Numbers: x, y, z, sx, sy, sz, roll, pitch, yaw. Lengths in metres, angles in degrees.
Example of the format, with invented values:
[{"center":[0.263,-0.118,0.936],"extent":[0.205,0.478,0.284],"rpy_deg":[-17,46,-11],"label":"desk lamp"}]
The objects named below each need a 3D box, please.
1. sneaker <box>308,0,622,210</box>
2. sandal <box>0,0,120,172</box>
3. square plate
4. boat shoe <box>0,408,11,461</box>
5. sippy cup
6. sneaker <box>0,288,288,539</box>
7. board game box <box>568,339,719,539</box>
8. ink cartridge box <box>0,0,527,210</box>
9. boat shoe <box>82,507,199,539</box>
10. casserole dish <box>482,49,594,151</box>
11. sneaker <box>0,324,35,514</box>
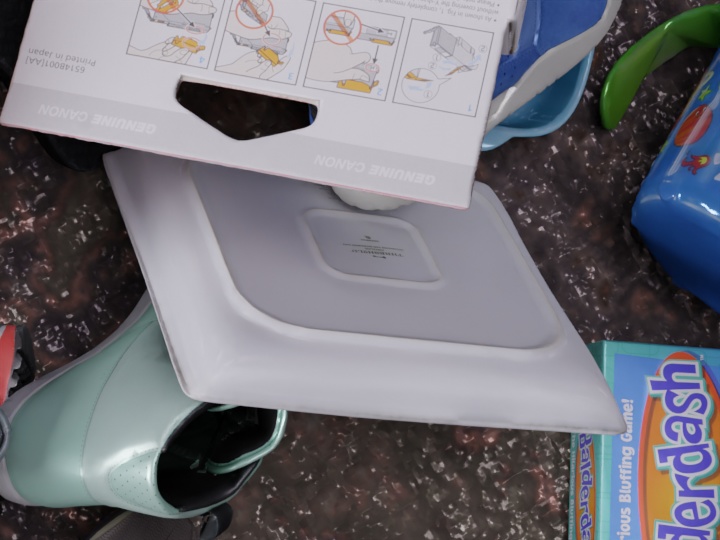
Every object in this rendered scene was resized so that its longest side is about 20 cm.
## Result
[{"center":[0.046,-0.129,1.209],"extent":[0.077,0.111,0.200],"rpy_deg":[29,63,36],"label":"sneaker"},{"center":[-0.152,-0.118,1.183],"extent":[0.045,0.200,0.075],"rpy_deg":[28,66,31],"label":"sandal"},{"center":[0.000,0.000,1.191],"extent":[0.199,0.198,0.029],"rpy_deg":[6,121,-21],"label":"square plate"},{"center":[-0.223,0.076,1.064],"extent":[0.200,0.062,0.073],"rpy_deg":[-9,94,-48],"label":"boat shoe"},{"center":[0.201,-0.048,1.278],"extent":[0.140,0.178,0.130],"rpy_deg":[48,70,-24],"label":"sippy cup"},{"center":[-0.055,0.047,1.180],"extent":[0.200,0.118,0.074],"rpy_deg":[-41,125,-38],"label":"sneaker"},{"center":[0.199,0.117,1.307],"extent":[0.199,0.045,0.153],"rpy_deg":[4,81,-16],"label":"board game box"},{"center":[-0.032,-0.117,1.126],"extent":[0.199,0.045,0.177],"rpy_deg":[11,74,7],"label":"ink cartridge box"},{"center":[-0.145,0.178,1.172],"extent":[0.200,0.073,0.075],"rpy_deg":[-54,126,-26],"label":"boat shoe"},{"center":[0.057,-0.153,1.305],"extent":[0.121,0.039,0.201],"rpy_deg":[13,78,-14],"label":"casserole dish"},{"center":[-0.209,0.109,1.182],"extent":[0.093,0.070,0.201],"rpy_deg":[15,80,3],"label":"sneaker"}]
